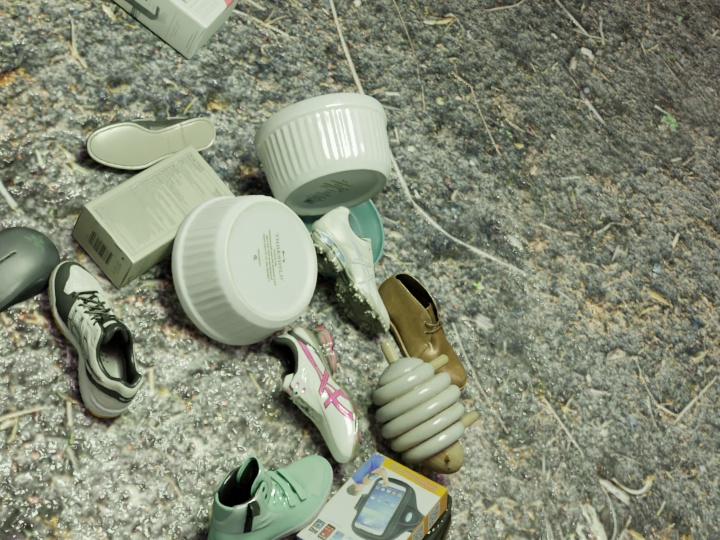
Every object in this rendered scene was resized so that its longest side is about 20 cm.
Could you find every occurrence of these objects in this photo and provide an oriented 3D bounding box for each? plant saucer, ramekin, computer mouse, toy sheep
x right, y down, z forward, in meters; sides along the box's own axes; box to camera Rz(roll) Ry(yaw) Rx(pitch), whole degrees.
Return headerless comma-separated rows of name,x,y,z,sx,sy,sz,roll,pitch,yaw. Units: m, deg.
plant saucer,-0.056,-0.069,1.429,0.196,0.036,0.203,17,52,-23
ramekin,-0.144,-0.006,1.241,0.200,0.093,0.207,12,72,-42
computer mouse,-0.435,0.010,1.114,0.138,0.053,0.200,44,47,0
toy sheep,0.081,0.188,1.288,0.137,0.138,0.202,-24,79,-41
ramekin,-0.047,-0.159,1.343,0.197,0.199,0.107,-5,72,-35

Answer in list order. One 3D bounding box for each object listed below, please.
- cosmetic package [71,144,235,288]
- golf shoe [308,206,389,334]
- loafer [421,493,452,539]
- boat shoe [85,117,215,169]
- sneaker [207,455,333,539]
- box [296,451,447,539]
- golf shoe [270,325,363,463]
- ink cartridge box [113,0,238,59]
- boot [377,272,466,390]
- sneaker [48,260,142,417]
cosmetic package,-0.276,-0.076,1.262,0.104,0.073,0.199,48,47,4
golf shoe,0.000,0.000,1.347,0.098,0.077,0.202,-49,121,-30
loafer,0.070,0.368,1.211,0.201,0.072,0.073,-53,138,-50
boat shoe,-0.303,-0.183,1.337,0.197,0.057,0.068,-14,104,-35
sneaker,-0.098,0.259,1.118,0.073,0.120,0.199,30,41,27
box,0.011,0.321,1.173,0.117,0.042,0.199,21,38,28
golf shoe,-0.061,0.169,1.248,0.090,0.073,0.202,-5,54,-28
ink cartridge box,-0.305,-0.456,1.487,0.199,0.085,0.147,38,47,-8
boot,0.098,0.093,1.398,0.201,0.075,0.073,51,46,4
sneaker,-0.310,0.069,1.125,0.075,0.087,0.203,-12,71,-45
